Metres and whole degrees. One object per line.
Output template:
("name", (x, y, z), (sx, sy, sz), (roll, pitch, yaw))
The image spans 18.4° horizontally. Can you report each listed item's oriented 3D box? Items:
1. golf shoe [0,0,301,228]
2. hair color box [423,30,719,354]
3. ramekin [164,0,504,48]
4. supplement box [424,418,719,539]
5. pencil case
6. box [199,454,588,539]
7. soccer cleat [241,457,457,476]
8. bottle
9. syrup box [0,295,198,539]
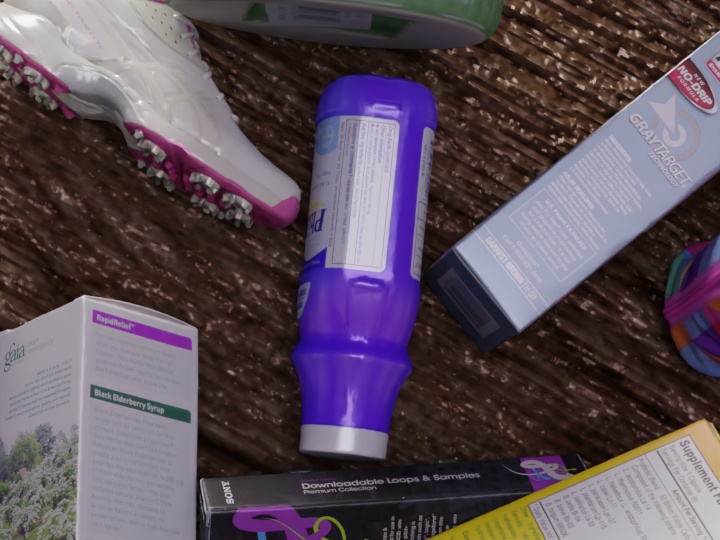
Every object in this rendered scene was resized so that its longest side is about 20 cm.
("golf shoe", (-0.105, -0.101, 1.195), (0.200, 0.075, 0.092), (35, 75, -3))
("hair color box", (0.134, -0.043, 1.205), (0.200, 0.099, 0.061), (-39, 88, -11))
("ramekin", (-0.012, -0.176, 1.159), (0.199, 0.200, 0.098), (6, 89, -7))
("supplement box", (0.112, 0.178, 1.089), (0.199, 0.109, 0.110), (-23, 121, -1))
("pencil case", (0.219, -0.001, 1.161), (0.088, 0.200, 0.089), (2, 74, -8))
("box", (0.015, 0.167, 1.144), (0.199, 0.036, 0.143), (-3, 118, -13))
("soccer cleat", (0.018, 0.150, 1.191), (0.199, 0.065, 0.084), (1, 111, -12))
("bottle", (0.000, 0.000, 1.189), (0.065, 0.084, 0.201), (7, 82, -6))
("syrup box", (-0.134, 0.122, 1.119), (0.081, 0.079, 0.201), (20, 60, -40))
